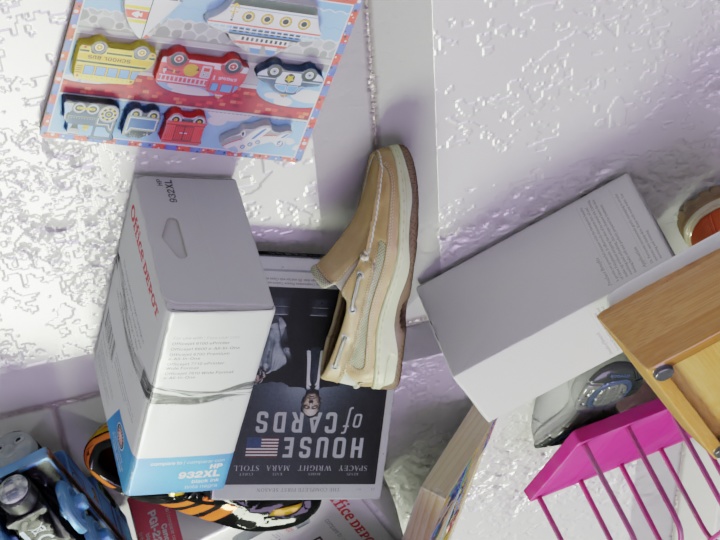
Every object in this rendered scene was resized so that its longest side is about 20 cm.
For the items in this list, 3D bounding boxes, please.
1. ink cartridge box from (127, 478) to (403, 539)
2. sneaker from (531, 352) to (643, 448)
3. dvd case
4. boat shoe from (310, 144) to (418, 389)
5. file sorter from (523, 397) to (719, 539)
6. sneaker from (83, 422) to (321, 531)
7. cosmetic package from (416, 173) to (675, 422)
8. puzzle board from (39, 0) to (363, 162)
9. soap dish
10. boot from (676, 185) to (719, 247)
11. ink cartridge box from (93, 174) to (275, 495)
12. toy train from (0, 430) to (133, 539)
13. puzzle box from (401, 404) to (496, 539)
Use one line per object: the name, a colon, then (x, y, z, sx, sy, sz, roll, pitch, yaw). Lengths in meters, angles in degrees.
ink cartridge box: (-0.081, 0.221, 1.582, 0.200, 0.085, 0.146, -28, 137, 6)
sneaker: (0.191, 0.095, 1.564, 0.074, 0.087, 0.200, -12, 156, -18)
dvd case: (-0.043, 0.086, 1.430, 0.150, 0.025, 0.200, 3, 100, -23)
boat shoe: (0.000, 0.000, 1.372, 0.076, 0.072, 0.200, 2, 109, -7)
file sorter: (0.277, 0.192, 1.595, 0.200, 0.126, 0.139, -18, 158, -23)
sneaker: (-0.131, 0.174, 1.459, 0.200, 0.090, 0.070, 14, 92, 1)
cosmetic package: (0.159, 0.022, 1.452, 0.200, 0.108, 0.085, -29, 138, 11)
puzzle board: (-0.112, -0.142, 1.254, 0.200, 0.017, 0.151, 4, 132, -24)
soap dish: (0.295, 0.058, 1.403, 0.157, 0.081, 0.200, -29, 139, 12)
boot: (0.374, -0.038, 1.472, 0.200, 0.107, 0.075, -23, 135, 1)
ink cartridge box: (-0.136, 0.049, 1.343, 0.084, 0.145, 0.200, 0, 134, -20)
toy train: (-0.251, 0.212, 1.488, 0.087, 0.114, 0.200, -28, 137, 1)
puzzle box: (0.068, 0.224, 1.616, 0.025, 0.133, 0.200, 25, 132, 11)
